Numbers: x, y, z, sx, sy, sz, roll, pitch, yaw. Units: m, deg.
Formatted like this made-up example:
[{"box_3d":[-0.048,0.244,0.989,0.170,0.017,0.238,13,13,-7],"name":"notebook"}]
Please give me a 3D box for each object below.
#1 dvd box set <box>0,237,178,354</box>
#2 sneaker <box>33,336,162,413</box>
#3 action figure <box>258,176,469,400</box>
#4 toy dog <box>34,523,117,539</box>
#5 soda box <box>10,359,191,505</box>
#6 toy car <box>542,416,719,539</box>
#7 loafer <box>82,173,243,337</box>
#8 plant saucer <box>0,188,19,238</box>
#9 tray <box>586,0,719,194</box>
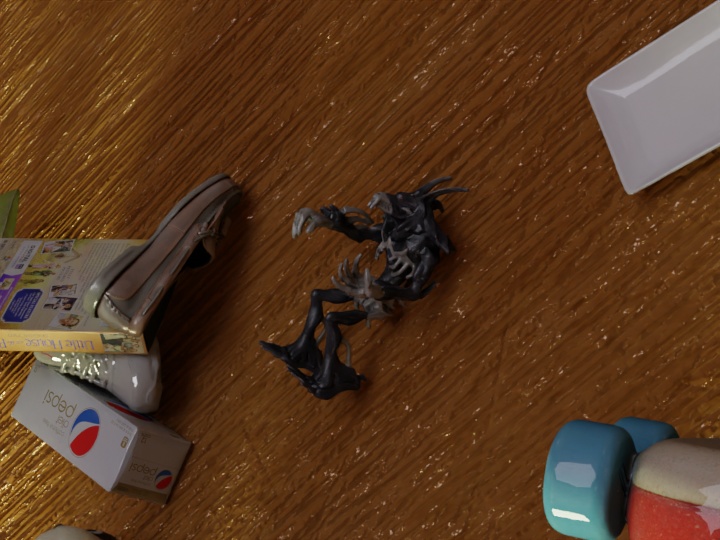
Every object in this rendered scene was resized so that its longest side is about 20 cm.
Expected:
[{"box_3d":[-0.281,0.021,1.031,0.199,0.030,0.147,0,38,7],"name":"dvd box set"},{"box_3d":[-0.258,0.083,1.032,0.200,0.099,0.078,32,120,50],"name":"sneaker"},{"box_3d":[0.000,0.000,0.852,0.200,0.102,0.119,-58,34,7],"name":"action figure"},{"box_3d":[-0.240,0.305,0.897,0.139,0.194,0.200,-20,41,14],"name":"toy dog"},{"box_3d":[-0.250,0.151,1.025,0.200,0.068,0.064,20,85,45],"name":"soda box"},{"box_3d":[0.197,0.189,0.556,0.184,0.177,0.201,5,87,31],"name":"toy car"},{"box_3d":[-0.167,-0.012,0.993,0.063,0.072,0.200,36,53,10],"name":"loafer"},{"box_3d":[-0.413,0.004,1.191,0.200,0.031,0.201,-167,90,-75],"name":"plant saucer"},{"box_3d":[0.257,-0.138,0.740,0.200,0.022,0.108,-32,54,27],"name":"tray"}]
